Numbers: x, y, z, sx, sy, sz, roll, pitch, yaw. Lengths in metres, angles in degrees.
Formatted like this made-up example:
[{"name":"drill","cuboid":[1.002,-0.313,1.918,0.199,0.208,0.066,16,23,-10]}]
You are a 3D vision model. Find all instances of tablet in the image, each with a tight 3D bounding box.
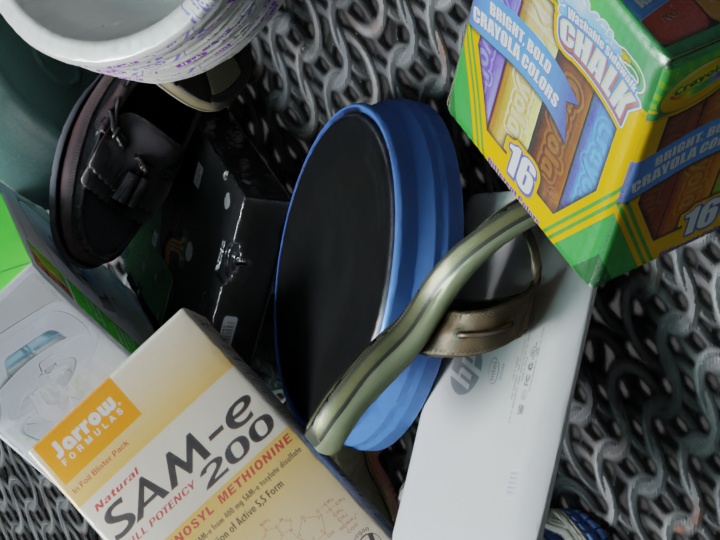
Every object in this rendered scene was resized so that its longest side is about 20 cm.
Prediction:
[{"name":"tablet","cuboid":[0.073,0.054,1.398,0.130,0.014,0.200,-1,73,58]}]

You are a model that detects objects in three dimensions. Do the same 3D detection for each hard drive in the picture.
[{"name":"hard drive","cuboid":[-0.100,-0.023,1.678,0.200,0.038,0.140,-128,49,-58]}]

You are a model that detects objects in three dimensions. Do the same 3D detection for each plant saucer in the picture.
[{"name":"plant saucer","cuboid":[-0.203,-0.125,1.688,0.036,0.200,0.200,-36,76,27]}]

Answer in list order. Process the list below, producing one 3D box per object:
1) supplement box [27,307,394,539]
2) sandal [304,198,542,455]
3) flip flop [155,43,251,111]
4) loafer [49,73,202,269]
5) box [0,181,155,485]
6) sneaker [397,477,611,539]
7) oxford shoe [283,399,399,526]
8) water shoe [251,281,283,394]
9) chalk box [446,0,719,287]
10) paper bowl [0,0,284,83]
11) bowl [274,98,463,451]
[{"name":"supplement box","cuboid":[-0.076,0.136,1.520,0.200,0.126,0.074,47,-179,8]},{"name":"sandal","cuboid":[0.052,0.026,1.372,0.057,0.201,0.080,42,-167,2]},{"name":"flip flop","cuboid":[-0.149,-0.156,1.613,0.200,0.081,0.058,30,142,19]},{"name":"loafer","cuboid":[-0.133,-0.095,1.639,0.063,0.200,0.072,-5,148,45]},{"name":"box","cuboid":[-0.195,0.046,1.651,0.176,0.097,0.200,45,-176,-26]},{"name":"sneaker","cuboid":[0.068,0.160,1.550,0.200,0.085,0.077,21,129,57]},{"name":"oxford shoe","cuboid":[-0.020,0.141,1.705,0.071,0.074,0.200,40,153,42]},{"name":"water shoe","cuboid":[-0.071,0.046,1.748,0.200,0.079,0.072,-22,95,39]},{"name":"chalk box","cuboid":[0.133,-0.114,1.154,0.124,0.125,0.200,53,153,26]},{"name":"paper bowl","cuboid":[-0.115,-0.207,1.516,0.200,0.104,0.201,-3,83,29]},{"name":"bowl","cuboid":[0.000,0.000,1.499,0.201,0.039,0.201,-172,90,-69]}]
